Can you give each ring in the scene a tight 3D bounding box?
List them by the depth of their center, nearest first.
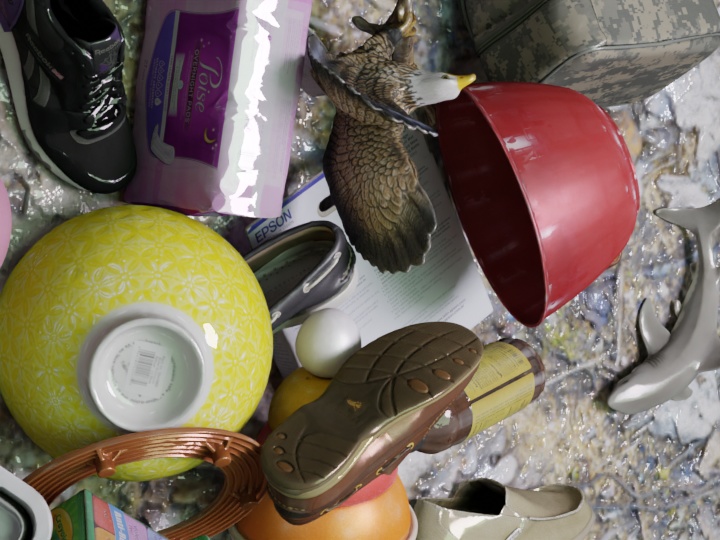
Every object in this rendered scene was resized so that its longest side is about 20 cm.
[{"bbox_3d":[-0.157,0.166,1.571,0.200,0.200,0.019,13,48,-42],"label":"ring"}]

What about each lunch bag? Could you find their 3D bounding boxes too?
[{"bbox_3d":[0.181,-0.228,1.838,0.200,0.139,0.168,-10,75,-40],"label":"lunch bag"}]

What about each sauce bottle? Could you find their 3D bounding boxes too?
[{"bbox_3d":[0.071,0.109,1.820,0.200,0.065,0.065,-21,110,-47],"label":"sauce bottle"}]

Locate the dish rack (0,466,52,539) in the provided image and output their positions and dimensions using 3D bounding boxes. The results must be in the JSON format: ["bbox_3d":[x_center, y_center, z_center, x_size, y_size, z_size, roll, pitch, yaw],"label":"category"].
[{"bbox_3d":[-0.319,0.197,1.473,0.172,0.044,0.200,34,69,-2],"label":"dish rack"}]

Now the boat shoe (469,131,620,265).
[{"bbox_3d":[0.152,-0.068,1.870,0.200,0.068,0.072,47,66,-35],"label":"boat shoe"}]

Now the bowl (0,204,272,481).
[{"bbox_3d":[-0.151,0.060,1.544,0.200,0.108,0.200,-2,101,-11],"label":"bowl"}]

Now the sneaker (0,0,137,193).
[{"bbox_3d":[-0.196,-0.137,1.545,0.076,0.088,0.200,-40,121,-31],"label":"sneaker"}]

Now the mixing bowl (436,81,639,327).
[{"bbox_3d":[0.146,-0.067,1.733,0.108,0.200,0.200,-21,112,-11],"label":"mixing bowl"}]

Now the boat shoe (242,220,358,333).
[{"bbox_3d":[-0.092,0.030,1.637,0.200,0.074,0.060,-27,147,-9],"label":"boat shoe"}]

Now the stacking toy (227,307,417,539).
[{"bbox_3d":[-0.023,0.118,1.670,0.146,0.146,0.200,-18,124,-39],"label":"stacking toy"}]

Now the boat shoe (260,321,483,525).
[{"bbox_3d":[0.008,0.108,1.601,0.200,0.072,0.068,-37,146,-29],"label":"boat shoe"}]

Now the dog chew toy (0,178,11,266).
[{"bbox_3d":[-0.325,-0.043,1.428,0.200,0.125,0.125,19,83,-34],"label":"dog chew toy"}]

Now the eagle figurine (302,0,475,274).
[{"bbox_3d":[0.013,-0.117,1.643,0.152,0.151,0.200,36,41,-17],"label":"eagle figurine"}]

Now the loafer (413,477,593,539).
[{"bbox_3d":[0.119,0.207,1.885,0.200,0.076,0.068,-12,110,-40],"label":"loafer"}]

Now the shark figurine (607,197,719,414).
[{"bbox_3d":[0.311,0.046,2.028,0.128,0.089,0.215,28,79,-42],"label":"shark figurine"}]

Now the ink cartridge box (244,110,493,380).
[{"bbox_3d":[0.000,0.000,1.772,0.200,0.041,0.200,-37,119,-31],"label":"ink cartridge box"}]

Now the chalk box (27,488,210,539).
[{"bbox_3d":[-0.183,0.243,1.518,0.124,0.200,0.125,37,30,-38],"label":"chalk box"}]

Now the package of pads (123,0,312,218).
[{"bbox_3d":[-0.101,-0.137,1.609,0.076,0.120,0.200,7,90,-42],"label":"package of pads"}]
